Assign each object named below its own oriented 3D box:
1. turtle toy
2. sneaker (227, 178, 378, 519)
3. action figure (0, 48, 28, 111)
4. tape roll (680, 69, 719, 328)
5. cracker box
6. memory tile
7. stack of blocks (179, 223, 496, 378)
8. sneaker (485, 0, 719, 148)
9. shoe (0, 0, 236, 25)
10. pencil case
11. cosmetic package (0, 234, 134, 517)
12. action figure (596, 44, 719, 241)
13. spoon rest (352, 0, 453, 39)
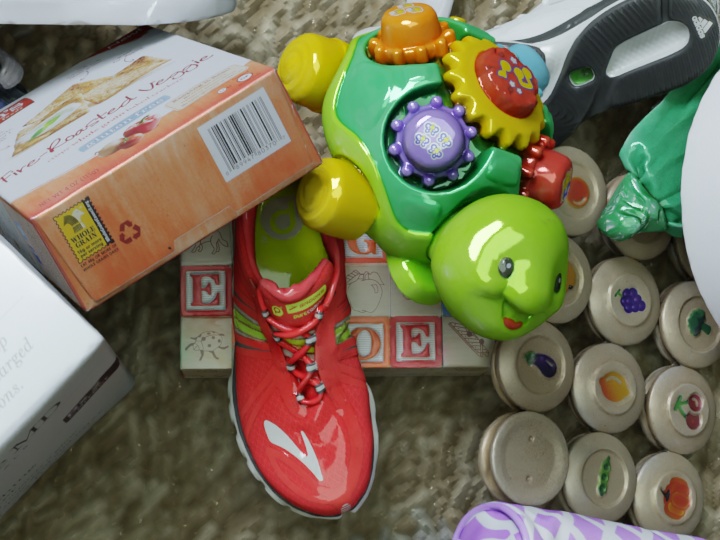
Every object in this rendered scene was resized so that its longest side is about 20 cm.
[{"bbox_3d":[0.048,-0.051,0.865,0.146,0.101,0.200,15,53,-37],"label":"turtle toy"},{"bbox_3d":[-0.036,0.028,0.889,0.077,0.085,0.200,-10,82,-4],"label":"sneaker"},{"bbox_3d":[-0.219,-0.136,0.981,0.200,0.105,0.194,43,86,-26],"label":"action figure"},{"bbox_3d":[0.269,-0.038,0.941,0.202,0.071,0.203,1,88,-34],"label":"tape roll"},{"bbox_3d":[-0.122,-0.059,0.877,0.134,0.200,0.058,-34,114,-15],"label":"cracker box"},{"bbox_3d":[0.140,0.041,0.954,0.153,0.017,0.200,18,75,-27],"label":"memory tile"},{"bbox_3d":[0.000,0.000,0.969,0.200,0.059,0.115,0,82,-4],"label":"stack of blocks"},{"bbox_3d":[0.112,-0.125,0.997,0.200,0.115,0.076,-16,113,23],"label":"sneaker"},{"bbox_3d":[-0.159,-0.177,0.911,0.200,0.071,0.091,-4,104,-22],"label":"shoe"},{"bbox_3d":[0.141,0.173,0.907,0.200,0.085,0.084,12,86,-24],"label":"pencil case"},{"bbox_3d":[-0.232,0.049,0.877,0.165,0.200,0.165,43,82,4],"label":"cosmetic package"},{"bbox_3d":[0.201,-0.079,0.971,0.200,0.055,0.118,-39,101,-25],"label":"action figure"},{"bbox_3d":[0.035,-0.213,1.006,0.099,0.061,0.200,2,74,25],"label":"spoon rest"}]
